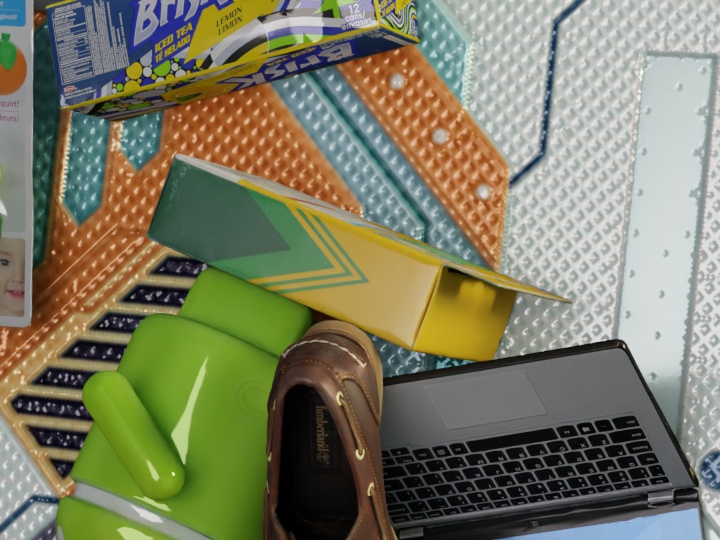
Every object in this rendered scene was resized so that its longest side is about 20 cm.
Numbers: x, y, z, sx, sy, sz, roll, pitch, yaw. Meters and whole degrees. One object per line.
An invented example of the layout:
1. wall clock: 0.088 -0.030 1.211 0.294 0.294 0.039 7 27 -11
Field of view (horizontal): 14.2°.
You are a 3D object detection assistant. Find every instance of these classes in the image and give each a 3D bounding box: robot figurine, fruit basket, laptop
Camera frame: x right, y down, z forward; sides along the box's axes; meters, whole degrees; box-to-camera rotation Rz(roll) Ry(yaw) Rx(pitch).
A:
1. robot figurine: -0.091 0.103 1.556 0.115 0.176 0.201 22 81 13
2. fruit basket: -0.273 -0.071 1.673 0.184 0.094 0.201 6 106 22
3. laptop: 0.079 0.153 1.512 0.186 0.200 0.116 -11 47 20

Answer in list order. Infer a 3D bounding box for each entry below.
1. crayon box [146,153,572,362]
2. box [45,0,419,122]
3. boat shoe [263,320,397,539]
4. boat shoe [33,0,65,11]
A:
1. crayon box: 0.000 0.000 1.550 0.199 0.126 0.052 22 93 23
2. box: -0.072 -0.139 1.623 0.199 0.070 0.065 -12 82 21
3. boat shoe: -0.020 0.129 1.490 0.070 0.070 0.201 -1 113 14
4. boat shoe: -0.136 -0.204 1.661 0.199 0.070 0.067 -12 49 34
